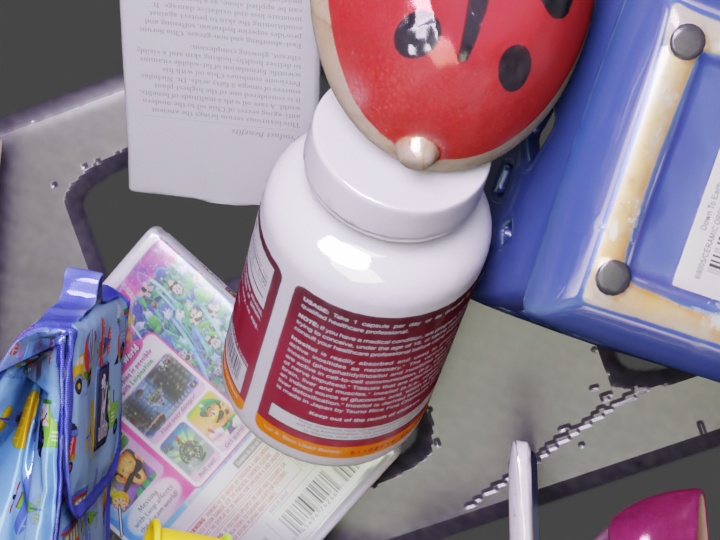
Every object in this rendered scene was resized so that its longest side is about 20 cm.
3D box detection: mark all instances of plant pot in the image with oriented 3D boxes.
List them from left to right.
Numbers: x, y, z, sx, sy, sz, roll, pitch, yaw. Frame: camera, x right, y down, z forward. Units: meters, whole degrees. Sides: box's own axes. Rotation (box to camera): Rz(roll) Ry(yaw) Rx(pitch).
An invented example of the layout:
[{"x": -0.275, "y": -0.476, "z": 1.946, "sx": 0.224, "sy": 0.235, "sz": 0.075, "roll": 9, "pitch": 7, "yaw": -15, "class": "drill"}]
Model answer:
[{"x": 0.173, "y": -0.042, "z": 0.993, "sx": 0.199, "sy": 0.180, "sz": 0.201, "roll": 18, "pitch": 96, "yaw": -7, "class": "plant pot"}]

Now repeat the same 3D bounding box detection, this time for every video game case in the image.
[{"x": -0.109, "y": 0.109, "z": 1.125, "sx": 0.182, "sy": 0.024, "sz": 0.200, "roll": 42, "pitch": 99, "yaw": 0, "class": "video game case"}]

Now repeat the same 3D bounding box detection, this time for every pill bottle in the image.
[{"x": 0.000, "y": 0.000, "z": 1.009, "sx": 0.113, "sy": 0.113, "sz": 0.200, "roll": 22, "pitch": 141, "yaw": 2, "class": "pill bottle"}]

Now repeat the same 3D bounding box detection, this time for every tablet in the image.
[{"x": 0.086, "y": 0.189, "z": 1.043, "sx": 0.014, "sy": 0.130, "sz": 0.201, "roll": -2, "pitch": 83, "yaw": 6, "class": "tablet"}]

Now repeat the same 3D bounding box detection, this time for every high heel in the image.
[{"x": 0.184, "y": 0.218, "z": 1.085, "sx": 0.096, "sy": 0.067, "sz": 0.200, "roll": -32, "pitch": 89, "yaw": 18, "class": "high heel"}]

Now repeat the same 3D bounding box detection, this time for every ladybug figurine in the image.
[{"x": 0.049, "y": -0.139, "z": 0.925, "sx": 0.135, "sy": 0.072, "sz": 0.201, "roll": 15, "pitch": 70, "yaw": -15, "class": "ladybug figurine"}]

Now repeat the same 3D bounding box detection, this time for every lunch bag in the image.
[{"x": -0.165, "y": 0.094, "z": 1.041, "sx": 0.094, "sy": 0.151, "sz": 0.201, "roll": 15, "pitch": 98, "yaw": 4, "class": "lunch bag"}]

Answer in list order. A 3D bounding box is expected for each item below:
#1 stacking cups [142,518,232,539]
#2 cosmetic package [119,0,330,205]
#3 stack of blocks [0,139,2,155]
[{"x": -0.020, "y": 0.176, "z": 1.095, "sx": 0.199, "sy": 0.061, "sz": 0.061, "roll": 10, "pitch": 97, "yaw": -14, "class": "stacking cups"}, {"x": -0.064, "y": -0.131, "z": 1.021, "sx": 0.101, "sy": 0.071, "sz": 0.201, "roll": 7, "pitch": 131, "yaw": 4, "class": "cosmetic package"}, {"x": -0.264, "y": 0.022, "z": 1.101, "sx": 0.115, "sy": 0.059, "sz": 0.201, "roll": 8, "pitch": 94, "yaw": 14, "class": "stack of blocks"}]
